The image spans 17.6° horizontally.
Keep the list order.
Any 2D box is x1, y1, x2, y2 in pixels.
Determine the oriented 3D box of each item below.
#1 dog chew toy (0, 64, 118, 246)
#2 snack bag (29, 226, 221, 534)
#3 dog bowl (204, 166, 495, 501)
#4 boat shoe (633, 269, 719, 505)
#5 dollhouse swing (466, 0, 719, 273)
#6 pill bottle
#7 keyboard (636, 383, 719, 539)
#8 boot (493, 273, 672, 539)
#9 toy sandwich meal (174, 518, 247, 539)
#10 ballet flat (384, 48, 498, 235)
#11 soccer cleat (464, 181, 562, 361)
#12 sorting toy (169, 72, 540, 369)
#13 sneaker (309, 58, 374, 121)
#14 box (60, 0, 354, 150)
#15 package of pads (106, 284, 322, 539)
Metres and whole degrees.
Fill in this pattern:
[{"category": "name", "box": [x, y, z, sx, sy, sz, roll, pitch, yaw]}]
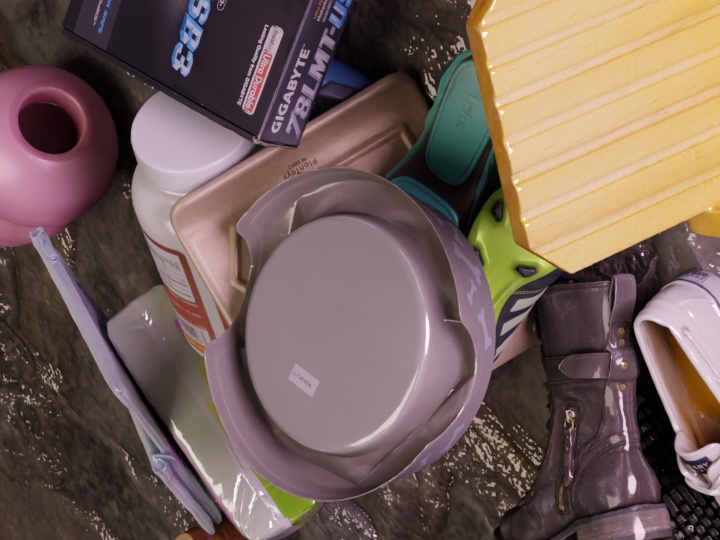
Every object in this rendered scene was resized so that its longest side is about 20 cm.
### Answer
[{"category": "dog chew toy", "box": [-0.262, -0.078, 1.808, 0.125, 0.124, 0.200, 55, 152, 5]}, {"category": "snack bag", "box": [-0.177, 0.084, 1.735, 0.189, 0.021, 0.200, 58, 177, 39]}, {"category": "dog bowl", "box": [-0.004, 0.039, 1.413, 0.199, 0.058, 0.202, -3, 85, 38]}, {"category": "boat shoe", "box": [0.216, 0.103, 1.386, 0.071, 0.070, 0.201, -7, 108, 48]}, {"category": "dollhouse swing", "box": [0.186, -0.094, 1.192, 0.181, 0.175, 0.202, 11, 122, 47]}, {"category": "pill bottle", "box": [-0.092, -0.034, 1.590, 0.112, 0.112, 0.201, 32, 154, 32]}, {"category": "keyboard", "box": [0.212, 0.174, 1.489, 0.201, 0.021, 0.127, 55, 145, 8]}, {"category": "boot", "box": [0.135, 0.091, 1.471, 0.200, 0.069, 0.176, -23, 74, 63]}, {"category": "toy sandwich meal", "box": [-0.085, 0.302, 1.913, 0.204, 0.070, 0.206, 26, 134, 31]}, {"category": "ballet flat", "box": [0.058, -0.060, 1.448, 0.067, 0.070, 0.201, 40, 125, 17]}, {"category": "soccer cleat", "box": [0.084, 0.004, 1.444, 0.067, 0.081, 0.201, 31, 104, -3]}, {"category": "sorting toy", "box": [0.000, 0.000, 1.508, 0.201, 0.184, 0.036, 60, 178, -4]}, {"category": "sneaker", "box": [-0.067, -0.153, 1.557, 0.199, 0.079, 0.066, 18, 163, 21]}, {"category": "box", "box": [-0.085, -0.206, 1.476, 0.198, 0.050, 0.201, 32, 106, 36]}, {"category": "package of pads", "box": [-0.106, 0.112, 1.741, 0.201, 0.068, 0.155, 56, 178, 7]}]
